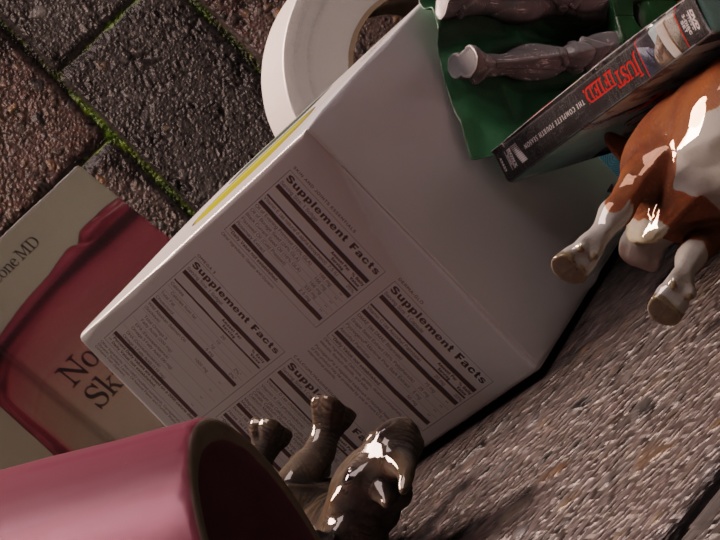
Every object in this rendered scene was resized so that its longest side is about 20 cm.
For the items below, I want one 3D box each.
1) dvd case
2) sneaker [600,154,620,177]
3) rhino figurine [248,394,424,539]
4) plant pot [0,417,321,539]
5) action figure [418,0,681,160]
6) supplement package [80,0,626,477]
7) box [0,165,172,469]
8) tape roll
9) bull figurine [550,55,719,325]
[{"bbox_3d":[0.156,-0.090,0.861,0.146,0.022,0.200,-17,-9,-22],"label":"dvd case"},{"bbox_3d":[0.133,-0.098,1.131,0.200,0.080,0.131,-36,12,48],"label":"sneaker"},{"bbox_3d":[-0.016,0.102,0.859,0.200,0.060,0.088,-28,37,66],"label":"rhino figurine"},{"bbox_3d":[-0.098,0.141,0.647,0.179,0.200,0.200,-28,10,11],"label":"plant pot"},{"bbox_3d":[0.133,-0.117,0.980,0.200,0.118,0.055,-5,-16,-23],"label":"action figure"},{"bbox_3d":[0.000,0.000,1.011,0.200,0.151,0.152,-39,8,41],"label":"supplement package"},{"bbox_3d":[-0.129,0.064,1.133,0.128,0.200,0.109,-49,-4,-36],"label":"box"},{"bbox_3d":[0.033,-0.148,1.526,0.203,0.203,0.139,-45,7,-6],"label":"tape roll"},{"bbox_3d":[0.142,-0.041,0.781,0.200,0.065,0.121,-41,11,50],"label":"bull figurine"}]
